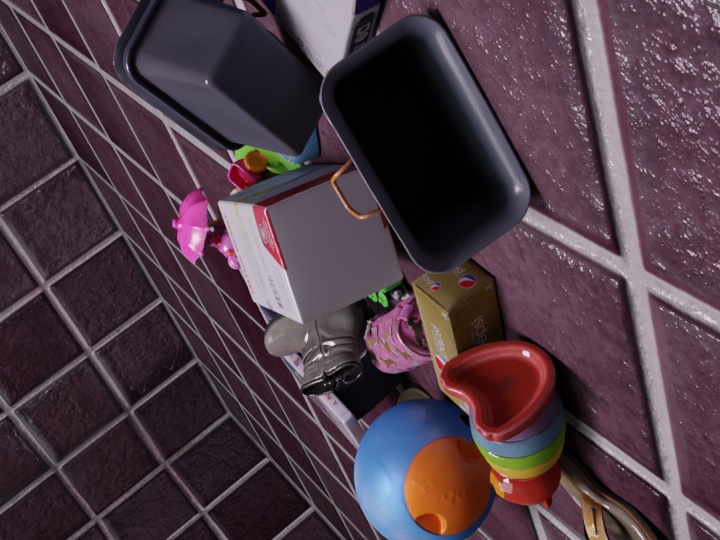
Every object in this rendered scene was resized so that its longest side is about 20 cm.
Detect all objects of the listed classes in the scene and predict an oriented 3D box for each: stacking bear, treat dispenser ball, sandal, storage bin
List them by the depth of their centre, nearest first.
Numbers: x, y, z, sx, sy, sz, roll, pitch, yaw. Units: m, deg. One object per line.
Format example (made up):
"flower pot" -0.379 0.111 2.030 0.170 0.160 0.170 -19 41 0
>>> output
"storage bin" 0.037 -0.107 0.945 0.202 0.145 0.134 57 173 -13
"storage bin" -0.126 -0.209 1.094 0.133 0.147 0.200 22 171 39
"stacking bear" 0.174 0.184 1.161 0.122 0.113 0.202 50 164 47
"sandal" 0.269 0.282 1.205 0.200 0.054 0.081 44 161 32
"treat dispenser ball" 0.089 0.278 1.440 0.201 0.200 0.202 47 163 19

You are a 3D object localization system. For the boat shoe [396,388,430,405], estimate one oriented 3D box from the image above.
"boat shoe" 0.116 0.272 1.579 0.202 0.074 0.069 58 174 16

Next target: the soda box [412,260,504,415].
"soda box" 0.117 0.075 1.186 0.064 0.067 0.201 40 159 39

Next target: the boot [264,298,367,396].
"boot" -0.072 0.116 1.466 0.198 0.132 0.067 -25 134 38

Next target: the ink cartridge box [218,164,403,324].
"ink cartridge box" -0.066 -0.040 1.293 0.199 0.143 0.147 15 127 65

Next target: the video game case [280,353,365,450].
"video game case" -0.051 0.205 1.635 0.182 0.023 0.201 44 170 30

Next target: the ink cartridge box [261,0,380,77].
"ink cartridge box" -0.060 -0.292 0.980 0.199 0.043 0.200 52 166 7

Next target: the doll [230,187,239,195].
"doll" -0.135 -0.043 1.601 0.202 0.048 0.136 65 150 12

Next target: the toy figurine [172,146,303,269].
"toy figurine" -0.159 -0.066 1.418 0.200 0.184 0.151 44 146 9

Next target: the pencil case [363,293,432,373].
"pencil case" 0.062 0.082 1.339 0.200 0.085 0.084 142 121 -74

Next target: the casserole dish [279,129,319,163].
"casserole dish" -0.105 -0.207 1.294 0.121 0.039 0.201 45 161 26

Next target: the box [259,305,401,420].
"box" -0.046 0.110 1.632 0.200 0.104 0.149 43 167 34

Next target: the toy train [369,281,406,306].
"toy train" 0.000 0.000 1.421 0.199 0.041 0.057 24 137 60
